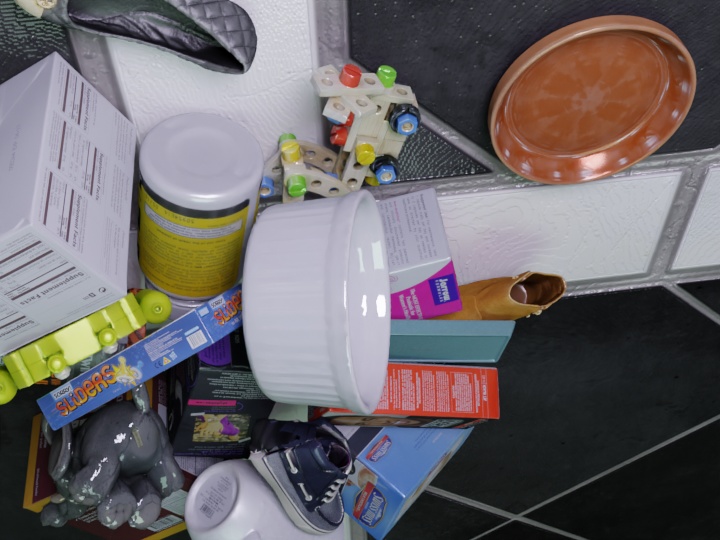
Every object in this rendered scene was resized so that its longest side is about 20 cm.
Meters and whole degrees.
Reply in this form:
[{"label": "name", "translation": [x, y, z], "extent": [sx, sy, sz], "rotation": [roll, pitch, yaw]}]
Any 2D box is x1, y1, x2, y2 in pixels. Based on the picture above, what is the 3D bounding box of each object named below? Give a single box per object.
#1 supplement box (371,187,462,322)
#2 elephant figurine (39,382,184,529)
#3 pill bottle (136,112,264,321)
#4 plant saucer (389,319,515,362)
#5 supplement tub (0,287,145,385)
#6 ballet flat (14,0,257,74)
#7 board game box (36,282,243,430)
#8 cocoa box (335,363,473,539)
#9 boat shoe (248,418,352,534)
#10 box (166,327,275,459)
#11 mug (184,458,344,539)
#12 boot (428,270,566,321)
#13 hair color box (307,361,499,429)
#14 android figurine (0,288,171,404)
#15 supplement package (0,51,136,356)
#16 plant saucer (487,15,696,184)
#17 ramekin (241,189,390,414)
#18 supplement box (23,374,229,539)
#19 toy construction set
[{"label": "supplement box", "translation": [0.000, 0.000, 1.005], "extent": [0.199, 0.104, 0.101], "rotation": [-15, 142, 5]}, {"label": "elephant figurine", "translation": [-0.304, 0.210, 1.053], "extent": [0.199, 0.155, 0.142], "rotation": [3, 136, 46]}, {"label": "pill bottle", "translation": [-0.160, -0.043, 0.907], "extent": [0.114, 0.115, 0.201], "rotation": [2, 140, -13]}, {"label": "plant saucer", "translation": [0.068, 0.079, 1.020], "extent": [0.199, 0.019, 0.070], "rotation": [2, 143, -11]}, {"label": "supplement tub", "translation": [-0.334, 0.060, 0.996], "extent": [0.199, 0.123, 0.123], "rotation": [5, 140, -17]}, {"label": "ballet flat", "translation": [-0.177, -0.206, 0.746], "extent": [0.199, 0.057, 0.067], "rotation": [8, 138, -21]}, {"label": "board game box", "translation": [-0.186, 0.074, 0.868], "extent": [0.199, 0.035, 0.135], "rotation": [-29, -177, 23]}, {"label": "cocoa box", "translation": [0.048, 0.208, 1.171], "extent": [0.200, 0.131, 0.134], "rotation": [-41, 161, -37]}, {"label": "boat shoe", "translation": [-0.043, 0.239, 1.062], "extent": [0.092, 0.075, 0.200], "rotation": [-8, 137, 26]}, {"label": "box", "translation": [-0.162, 0.124, 1.109], "extent": [0.105, 0.123, 0.200], "rotation": [6, 140, -20]}, {"label": "mug", "translation": [-0.114, 0.323, 1.133], "extent": [0.148, 0.200, 0.175], "rotation": [-48, 131, -2]}, {"label": "boot", "translation": [0.121, 0.042, 1.049], "extent": [0.200, 0.071, 0.144], "rotation": [-15, 175, -29]}, {"label": "hair color box", "translation": [0.047, 0.143, 1.060], "extent": [0.199, 0.062, 0.102], "rotation": [5, 162, -15]}, {"label": "android figurine", "translation": [-0.259, 0.064, 0.851], "extent": [0.181, 0.041, 0.200], "rotation": [-29, -171, -19]}, {"label": "supplement package", "translation": [-0.289, -0.054, 0.797], "extent": [0.155, 0.201, 0.111], "rotation": [-24, 138, 19]}, {"label": "plant saucer", "translation": [0.221, -0.163, 0.901], "extent": [0.199, 0.032, 0.201], "rotation": [-6, 142, -4]}, {"label": "ramekin", "translation": [-0.036, 0.029, 0.847], "extent": [0.097, 0.201, 0.201], "rotation": [-2, 143, 12]}, {"label": "supplement box", "translation": [-0.296, 0.253, 1.235], "extent": [0.197, 0.133, 0.200], "rotation": [-26, 139, 21]}, {"label": "toy construction set", "translation": [-0.019, -0.125, 0.862], "extent": [0.130, 0.093, 0.200], "rotation": [6, 150, -18]}]
